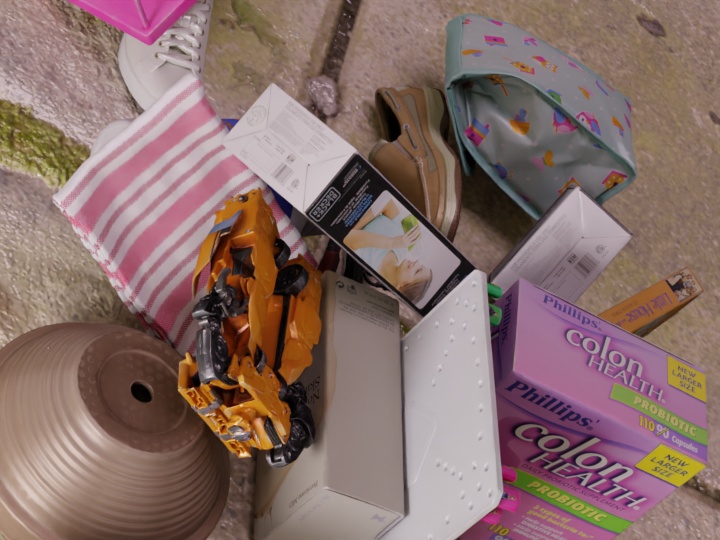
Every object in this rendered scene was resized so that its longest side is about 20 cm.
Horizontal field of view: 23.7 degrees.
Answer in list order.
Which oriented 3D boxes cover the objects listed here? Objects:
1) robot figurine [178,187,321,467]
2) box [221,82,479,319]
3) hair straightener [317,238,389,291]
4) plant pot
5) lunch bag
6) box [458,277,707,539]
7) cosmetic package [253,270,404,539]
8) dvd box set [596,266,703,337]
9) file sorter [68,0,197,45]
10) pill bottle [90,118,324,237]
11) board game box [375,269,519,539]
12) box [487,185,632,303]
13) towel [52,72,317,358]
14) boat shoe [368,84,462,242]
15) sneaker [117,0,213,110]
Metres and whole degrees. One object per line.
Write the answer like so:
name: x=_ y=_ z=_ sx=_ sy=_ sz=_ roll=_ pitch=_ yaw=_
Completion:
robot figurine: x=-0.077 y=0.045 z=1.219 sx=0.145 sy=0.058 sz=0.201 roll=54 pitch=30 yaw=-34
box: x=-0.005 y=-0.047 z=1.300 sx=0.117 sy=0.060 sz=0.200 roll=41 pitch=-1 yaw=41
hair straightener: x=0.000 y=0.000 z=1.465 sx=0.077 sy=0.041 sz=0.201 roll=29 pitch=39 yaw=-13
plant pot: x=-0.170 y=0.109 z=1.199 sx=0.200 sy=0.093 sz=0.202 roll=20 pitch=47 yaw=-23
lunch bag: x=0.154 y=-0.149 z=1.616 sx=0.199 sy=0.122 sz=0.171 roll=36 pitch=26 yaw=-14
box: x=0.139 y=0.129 z=1.330 sx=0.175 sy=0.200 sz=0.097 roll=26 pitch=43 yaw=-17
cosmetic package: x=-0.024 y=0.113 z=1.293 sx=0.073 sy=0.104 sz=0.201 roll=24 pitch=43 yaw=-25
dvd box set: x=0.188 y=0.070 z=1.457 sx=0.199 sy=0.146 sz=0.030 roll=-23 pitch=76 yaw=-46
file sorter: x=-0.174 y=-0.321 z=1.445 sx=0.138 sy=0.126 sz=0.200 roll=30 pitch=66 yaw=28
pill bottle: x=-0.109 y=-0.066 z=1.378 sx=0.199 sy=0.112 sz=0.113 roll=-5 pitch=58 yaw=-38
board game box: x=0.045 y=0.132 z=1.256 sx=0.026 sy=0.200 sz=0.201 roll=22 pitch=45 yaw=-25
box: x=0.165 y=-0.010 z=1.453 sx=0.060 sy=0.117 sz=0.200 roll=42 pitch=7 yaw=2
towel: x=-0.124 y=-0.029 z=1.283 sx=0.146 sy=0.030 sz=0.201 roll=-47 pitch=125 yaw=-22
boat shoe: x=0.043 y=-0.094 z=1.557 sx=0.076 sy=0.072 sz=0.201 roll=10 pitch=39 yaw=-16
sneaker: x=-0.163 y=-0.220 z=1.490 sx=0.072 sy=0.085 sz=0.201 roll=14 pitch=49 yaw=-29
